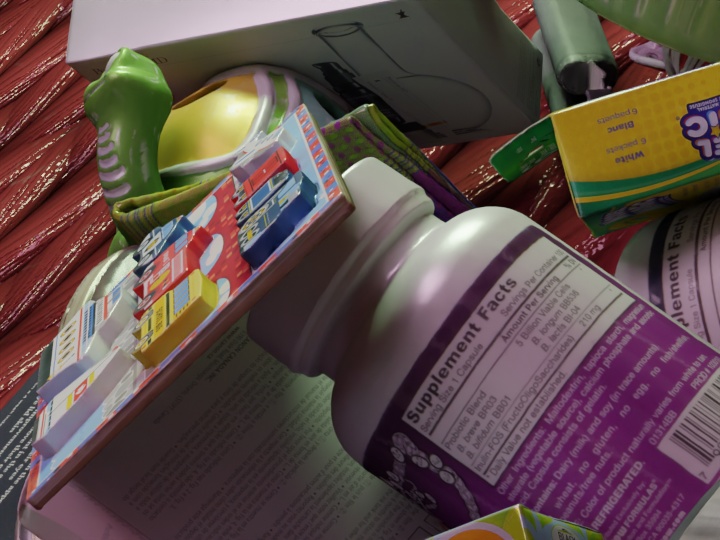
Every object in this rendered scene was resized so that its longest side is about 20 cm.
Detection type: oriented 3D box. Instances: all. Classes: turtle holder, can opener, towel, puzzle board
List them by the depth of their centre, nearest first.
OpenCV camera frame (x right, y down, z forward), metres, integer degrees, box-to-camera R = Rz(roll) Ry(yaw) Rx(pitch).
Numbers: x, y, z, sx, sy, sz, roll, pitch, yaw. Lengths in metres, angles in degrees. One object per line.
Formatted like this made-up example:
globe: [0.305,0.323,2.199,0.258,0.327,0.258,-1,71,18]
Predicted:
puzzle board: [-0.069,0.005,0.972,0.151,0.017,0.200,-43,12,5]
towel: [0.000,0.000,1.181,0.143,0.200,0.023,-23,50,28]
turtle holder: [-0.066,-0.032,1.300,0.141,0.185,0.132,141,140,-59]
can opener: [0.126,-0.091,1.345,0.066,0.053,0.200,-2,28,-9]

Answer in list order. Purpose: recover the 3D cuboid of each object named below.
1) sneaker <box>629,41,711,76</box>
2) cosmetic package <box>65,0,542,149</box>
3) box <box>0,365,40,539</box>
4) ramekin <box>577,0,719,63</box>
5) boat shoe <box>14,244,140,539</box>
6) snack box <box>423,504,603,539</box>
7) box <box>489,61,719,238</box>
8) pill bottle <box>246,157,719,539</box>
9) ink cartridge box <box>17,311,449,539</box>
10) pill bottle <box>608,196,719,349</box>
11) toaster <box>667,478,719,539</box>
sneaker: [0.159,-0.095,1.187,0.112,0.071,0.200,23,32,18]
cosmetic package: [-0.027,-0.109,1.345,0.200,0.151,0.052,-8,62,27]
box: [-0.090,0.109,1.201,0.200,0.104,0.148,4,47,52]
ramekin: [0.166,-0.165,1.135,0.200,0.200,0.098,-92,17,-59]
boat shoe: [-0.085,0.067,1.082,0.073,0.075,0.200,-10,44,17]
snack box: [0.018,0.199,0.853,0.168,0.068,0.200,-23,66,25]
box: [0.152,-0.057,1.030,0.200,0.048,0.117,-15,-5,7]
pill bottle: [0.061,0.047,0.957,0.112,0.200,0.112,-52,-12,-15]
ink cartridge box: [-0.004,0.091,1.004,0.161,0.200,0.050,-46,-12,-39]
pill bottle: [0.169,0.020,1.024,0.200,0.111,0.111,-19,31,31]
toaster: [0.190,0.096,0.843,0.200,0.114,0.129,-37,16,-25]
